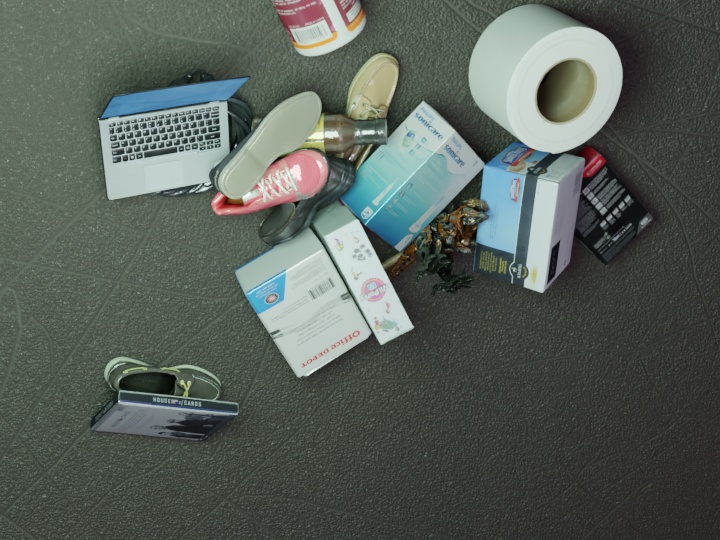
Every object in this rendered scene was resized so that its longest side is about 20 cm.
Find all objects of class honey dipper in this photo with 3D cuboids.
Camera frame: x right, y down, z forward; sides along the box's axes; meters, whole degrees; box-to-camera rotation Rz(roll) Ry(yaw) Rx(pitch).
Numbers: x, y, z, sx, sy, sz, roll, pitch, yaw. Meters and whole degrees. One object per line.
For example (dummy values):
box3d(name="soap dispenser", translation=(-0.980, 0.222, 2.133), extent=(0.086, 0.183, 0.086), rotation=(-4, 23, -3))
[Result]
box3d(name="honey dipper", translation=(0.066, -0.024, 1.807), extent=(0.200, 0.038, 0.038), rotation=(-32, 125, -9))

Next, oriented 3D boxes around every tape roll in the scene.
box3d(name="tape roll", translation=(0.289, -0.303, 1.679), extent=(0.202, 0.139, 0.203), rotation=(-10, 120, -18))

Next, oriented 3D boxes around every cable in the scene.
box3d(name="cable", translation=(-0.255, -0.188, 1.573), extent=(0.200, 0.051, 0.163), rotation=(-49, 129, 4))

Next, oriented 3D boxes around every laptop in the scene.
box3d(name="laptop", translation=(-0.254, -0.180, 1.471), extent=(0.187, 0.116, 0.200), rotation=(-12, 123, -22))

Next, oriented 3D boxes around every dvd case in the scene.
box3d(name="dvd case", translation=(-0.320, 0.238, 1.741), extent=(0.200, 0.025, 0.150), rotation=(11, 151, -28))

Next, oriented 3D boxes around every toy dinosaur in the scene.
box3d(name="toy dinosaur", translation=(0.129, -0.035, 1.740), extent=(0.102, 0.136, 0.200), rotation=(15, 134, -26))

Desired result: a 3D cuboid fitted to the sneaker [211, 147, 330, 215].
box3d(name="sneaker", translation=(-0.133, -0.117, 1.559), extent=(0.200, 0.087, 0.074), rotation=(-19, 100, 30))

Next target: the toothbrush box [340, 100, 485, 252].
box3d(name="toothbrush box", translation=(0.081, -0.144, 1.681), extent=(0.200, 0.085, 0.146), rotation=(-46, 150, 7))

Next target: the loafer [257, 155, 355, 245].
box3d(name="loafer", translation=(-0.099, -0.112, 1.637), extent=(0.072, 0.073, 0.200), rotation=(20, 129, -41))

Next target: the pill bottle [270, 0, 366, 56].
box3d(name="pill bottle", translation=(-0.080, -0.409, 1.477), extent=(0.114, 0.114, 0.200), rotation=(-31, 125, -4))

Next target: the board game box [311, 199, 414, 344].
box3d(name="board game box", translation=(0.000, 0.000, 1.689), extent=(0.064, 0.148, 0.200), rotation=(-28, 110, -2))

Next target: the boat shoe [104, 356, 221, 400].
box3d(name="boat shoe", translation=(-0.314, 0.191, 1.741), extent=(0.201, 0.061, 0.072), rotation=(13, 101, -30))

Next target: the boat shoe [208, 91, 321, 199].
box3d(name="boat shoe", translation=(-0.140, -0.188, 1.530), extent=(0.200, 0.063, 0.073), rotation=(-47, 129, -13))

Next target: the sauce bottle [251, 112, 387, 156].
box3d(name="sauce bottle", translation=(-0.060, -0.202, 1.592), extent=(0.200, 0.065, 0.065), rotation=(0, 120, 4))

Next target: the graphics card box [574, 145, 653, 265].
box3d(name="graphics card box", translation=(0.418, -0.113, 1.894), extent=(0.125, 0.051, 0.200), rotation=(-46, 124, 6))

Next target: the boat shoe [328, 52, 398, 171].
box3d(name="boat shoe", translation=(0.011, -0.234, 1.643), extent=(0.071, 0.065, 0.200), rotation=(14, 111, -29))

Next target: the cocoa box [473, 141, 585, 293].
box3d(name="cocoa box", translation=(0.277, -0.090, 1.770), extent=(0.133, 0.131, 0.200), rotation=(-38, 138, -51))

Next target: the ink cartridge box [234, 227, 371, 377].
box3d(name="ink cartridge box", translation=(-0.092, 0.054, 1.749), extent=(0.146, 0.084, 0.200), rotation=(-31, 126, -4))
